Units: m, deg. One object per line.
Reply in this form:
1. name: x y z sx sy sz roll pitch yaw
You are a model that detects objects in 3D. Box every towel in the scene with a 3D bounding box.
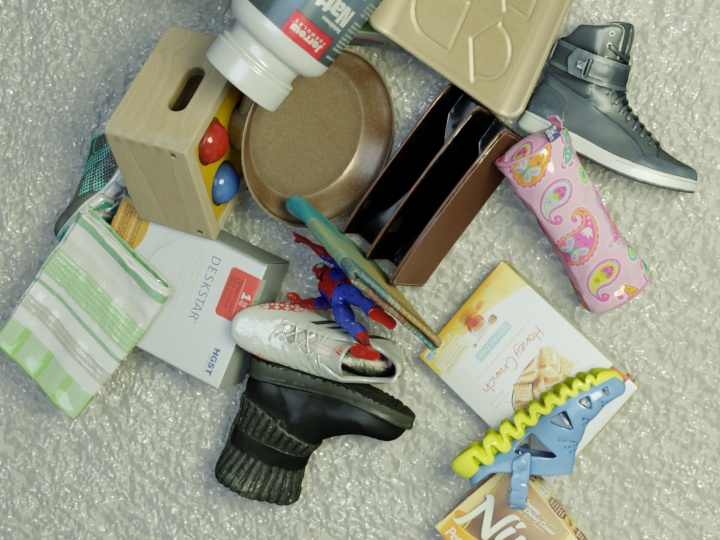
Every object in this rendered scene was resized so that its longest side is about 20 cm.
1. towel: 0.000 0.000 1.346 0.022 0.200 0.146 -47 123 5
2. towel: -0.323 0.051 1.479 0.149 0.031 0.201 42 103 14

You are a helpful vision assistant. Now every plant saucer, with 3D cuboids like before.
1. plant saucer: -0.052 -0.148 1.408 0.037 0.199 0.203 31 100 48

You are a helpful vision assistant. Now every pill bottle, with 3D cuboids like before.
1. pill bottle: -0.057 -0.262 1.271 0.119 0.119 0.201 42 100 12

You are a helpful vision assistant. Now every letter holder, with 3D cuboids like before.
1. letter holder: 0.072 -0.091 1.375 0.100 0.142 0.201 39 101 13

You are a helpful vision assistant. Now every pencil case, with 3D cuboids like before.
1. pencil case: 0.221 -0.056 1.328 0.087 0.088 0.201 -29 103 15

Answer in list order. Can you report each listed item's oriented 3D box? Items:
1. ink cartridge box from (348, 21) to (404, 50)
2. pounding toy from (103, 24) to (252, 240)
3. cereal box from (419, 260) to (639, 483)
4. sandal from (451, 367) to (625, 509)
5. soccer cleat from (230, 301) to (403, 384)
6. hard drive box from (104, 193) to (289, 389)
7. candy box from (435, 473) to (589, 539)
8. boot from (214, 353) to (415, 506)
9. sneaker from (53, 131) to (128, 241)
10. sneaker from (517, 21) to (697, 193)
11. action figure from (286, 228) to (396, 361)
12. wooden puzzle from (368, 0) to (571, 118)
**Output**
1. ink cartridge box: -0.019 -0.285 1.422 0.197 0.104 0.060 9 92 17
2. pounding toy: -0.160 -0.170 1.409 0.140 0.185 0.202 16 60 17
3. cereal box: 0.182 0.109 1.396 0.200 0.039 0.144 43 102 12
4. sandal: 0.194 0.175 1.332 0.199 0.079 0.088 -38 83 13
5. soccer cleat: -0.045 0.083 1.412 0.197 0.085 0.070 17 96 -8
6. hard drive box: -0.205 0.021 1.496 0.198 0.077 0.158 24 98 15
7. candy box: 0.188 0.314 1.387 0.115 0.055 0.201 -42 78 12
8. boot: -0.052 0.194 1.448 0.209 0.079 0.160 17 97 14
9. sneaker: -0.299 -0.117 1.537 0.200 0.077 0.091 -45 62 9
10. sneaker: 0.280 -0.176 1.344 0.201 0.077 0.148 28 101 16
11. action figure: -0.037 0.021 1.384 0.098 0.200 0.066 27 99 -22
12. wooden puzzle: 0.117 -0.285 1.354 0.199 0.046 0.187 29 80 -23
